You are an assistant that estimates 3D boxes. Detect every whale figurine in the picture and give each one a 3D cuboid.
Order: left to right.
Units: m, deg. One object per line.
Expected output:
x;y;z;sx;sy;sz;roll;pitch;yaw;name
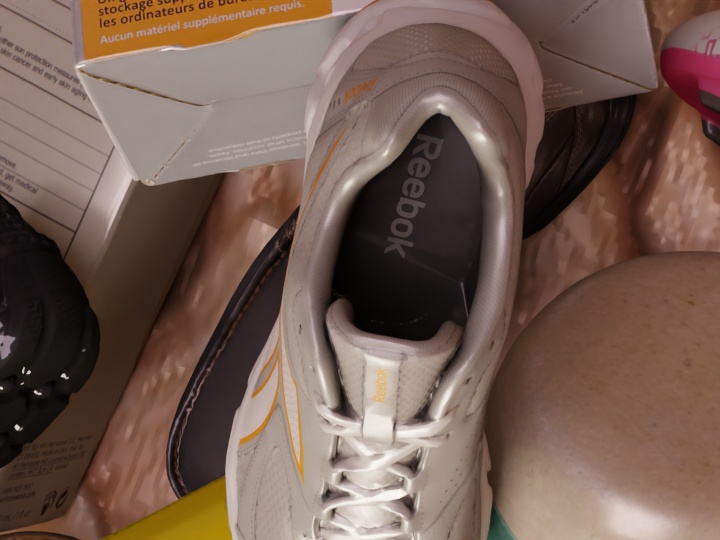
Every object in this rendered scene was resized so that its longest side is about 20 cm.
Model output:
0.126;0.082;0.807;0.200;0.159;0.104;29;138;14;whale figurine

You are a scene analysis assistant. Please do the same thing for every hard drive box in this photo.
-0.007;-0.140;0.821;0.156;0.077;0.200;-11;64;6;hard drive box

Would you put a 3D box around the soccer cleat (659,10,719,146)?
0.188;-0.047;0.814;0.200;0.070;0.086;23;82;16;soccer cleat

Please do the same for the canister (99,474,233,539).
-0.048;0.144;0.852;0.200;0.087;0.149;-28;103;8;canister

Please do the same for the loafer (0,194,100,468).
-0.161;0.056;0.866;0.201;0.068;0.070;-43;59;18;loafer

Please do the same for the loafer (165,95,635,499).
0.000;0.000;0.873;0.073;0.072;0.200;40;104;15;loafer

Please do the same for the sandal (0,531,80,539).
-0.125;0.172;0.933;0.080;0.054;0.200;10;109;-3;sandal

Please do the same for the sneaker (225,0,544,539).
0.003;0.032;0.731;0.076;0.092;0.200;6;107;1;sneaker

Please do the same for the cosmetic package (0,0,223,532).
-0.109;-0.027;0.913;0.105;0.071;0.200;30;101;17;cosmetic package
